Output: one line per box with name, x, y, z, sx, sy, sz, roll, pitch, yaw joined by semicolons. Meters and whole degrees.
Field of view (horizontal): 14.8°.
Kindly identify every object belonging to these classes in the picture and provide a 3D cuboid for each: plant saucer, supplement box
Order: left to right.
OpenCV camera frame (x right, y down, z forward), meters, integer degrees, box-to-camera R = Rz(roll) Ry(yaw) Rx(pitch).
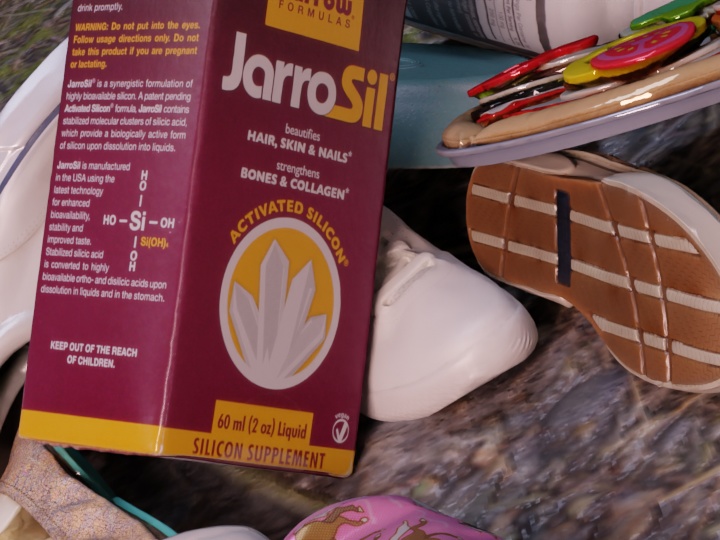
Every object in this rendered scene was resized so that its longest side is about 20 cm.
supplement box;-0.057;-0.024;1.096;0.086;0.201;0.110;3;-5;43
plant saucer;0.007;-0.079;1.264;0.199;0.036;0.200;0;11;0

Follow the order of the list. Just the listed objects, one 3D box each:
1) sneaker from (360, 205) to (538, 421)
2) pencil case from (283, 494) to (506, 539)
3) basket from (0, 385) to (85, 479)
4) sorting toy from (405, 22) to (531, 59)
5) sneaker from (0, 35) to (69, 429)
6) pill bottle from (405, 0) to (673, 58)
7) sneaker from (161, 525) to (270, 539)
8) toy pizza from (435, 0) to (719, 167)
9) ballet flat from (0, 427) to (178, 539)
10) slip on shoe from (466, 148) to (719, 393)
sneaker;0.000;0.000;1.155;0.075;0.089;0.200;-34;23;-16
pencil case;0.045;0.125;0.844;0.200;0.086;0.083;16;80;61
basket;-0.193;0.053;1.224;0.200;0.136;0.180;-39;23;-14
sorting toy;0.105;-0.174;1.404;0.200;0.107;0.180;-50;39;-2
sneaker;-0.134;-0.002;1.131;0.200;0.071;0.073;-62;-9;-5
pill bottle;0.086;-0.155;1.299;0.200;0.111;0.111;19;47;29
sneaker;-0.087;0.168;0.941;0.200;0.071;0.080;-42;41;-24
toy pizza;0.123;-0.087;1.119;0.200;0.032;0.200;-18;7;2
ballet flat;-0.114;0.111;1.084;0.067;0.068;0.200;-42;22;-10
slip on shoe;0.111;-0.005;1.073;0.060;0.076;0.200;-5;13;-25
